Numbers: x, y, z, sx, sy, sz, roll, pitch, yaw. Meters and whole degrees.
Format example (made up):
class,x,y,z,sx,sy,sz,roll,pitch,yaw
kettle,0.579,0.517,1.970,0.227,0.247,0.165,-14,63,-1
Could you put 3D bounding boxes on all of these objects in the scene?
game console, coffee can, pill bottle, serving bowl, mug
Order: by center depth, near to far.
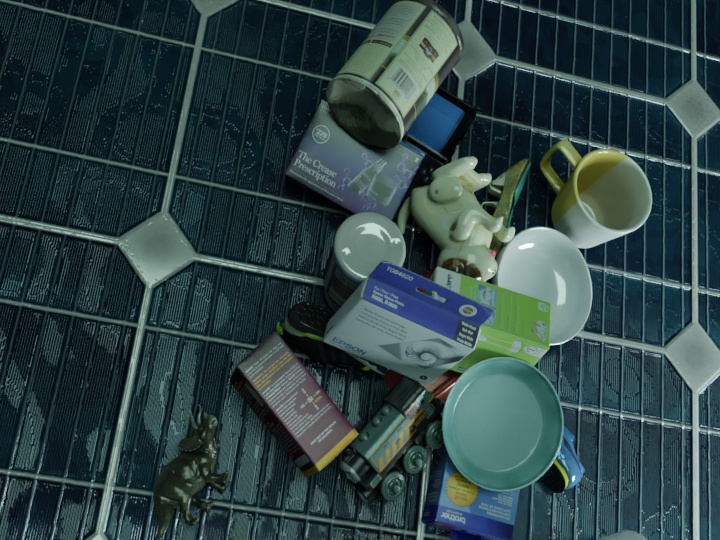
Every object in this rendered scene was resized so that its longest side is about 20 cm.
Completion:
class,x,y,z,sx,sy,sz,roll,pitch,yaw
pill bottle,0.000,0.000,1.397,0.111,0.201,0.117,3,69,-8
coffee can,0.056,-0.318,1.415,0.145,0.147,0.201,36,67,0
serving bowl,0.304,0.030,1.529,0.196,0.066,0.206,5,79,-23
game console,0.072,-0.237,1.536,0.197,0.117,0.178,31,68,-2
mug,0.408,-0.130,1.566,0.146,0.153,0.191,-4,73,-14

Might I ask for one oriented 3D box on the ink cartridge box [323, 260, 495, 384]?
class,x,y,z,sx,sy,sz,roll,pitch,yaw
ink cartridge box,0.069,0.085,1.314,0.196,0.200,0.041,23,51,-14

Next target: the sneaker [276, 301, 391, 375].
class,x,y,z,sx,sy,sz,roll,pitch,yaw
sneaker,-0.040,0.118,1.425,0.197,0.083,0.072,28,40,-7

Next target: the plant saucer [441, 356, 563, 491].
class,x,y,z,sx,sy,sz,roll,pitch,yaw
plant saucer,0.217,0.237,1.372,0.195,0.036,0.206,1,86,-10

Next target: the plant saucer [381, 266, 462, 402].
class,x,y,z,sx,sy,sz,roll,pitch,yaw
plant saucer,0.116,0.120,1.480,0.198,0.037,0.202,-32,83,-20

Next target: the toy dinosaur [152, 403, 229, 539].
class,x,y,z,sx,sy,sz,roll,pitch,yaw
toy dinosaur,-0.260,0.315,1.319,0.101,0.077,0.202,32,73,11

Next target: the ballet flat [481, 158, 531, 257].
class,x,y,z,sx,sy,sz,roll,pitch,yaw
ballet flat,0.250,-0.121,1.576,0.069,0.071,0.204,23,69,-6

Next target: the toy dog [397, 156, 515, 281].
class,x,y,z,sx,sy,sz,roll,pitch,yaw
toy dog,0.159,-0.059,1.466,0.190,0.140,0.204,-17,73,10

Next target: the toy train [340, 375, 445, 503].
class,x,y,z,sx,sy,sz,roll,pitch,yaw
toy train,0.053,0.262,1.373,0.200,0.085,0.115,-46,120,-14

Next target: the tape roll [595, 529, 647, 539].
class,x,y,z,sx,sy,sz,roll,pitch,yaw
tape roll,0.410,0.505,1.345,0.069,0.203,0.207,-11,76,-16

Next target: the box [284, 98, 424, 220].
class,x,y,z,sx,sy,sz,roll,pitch,yaw
box,-0.012,-0.174,1.493,0.197,0.079,0.143,28,88,-3

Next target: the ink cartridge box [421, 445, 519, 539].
class,x,y,z,sx,sy,sz,roll,pitch,yaw
ink cartridge box,0.180,0.348,1.406,0.133,0.076,0.205,16,72,-8

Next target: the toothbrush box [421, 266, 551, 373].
class,x,y,z,sx,sy,sz,roll,pitch,yaw
toothbrush box,0.183,0.094,1.400,0.195,0.146,0.088,16,54,-8

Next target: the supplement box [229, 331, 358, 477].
class,x,y,z,sx,sy,sz,roll,pitch,yaw
supplement box,-0.105,0.208,1.358,0.085,0.110,0.201,-38,85,-22

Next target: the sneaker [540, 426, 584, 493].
class,x,y,z,sx,sy,sz,roll,pitch,yaw
sneaker,0.303,0.266,1.472,0.077,0.066,0.203,-24,78,-35
